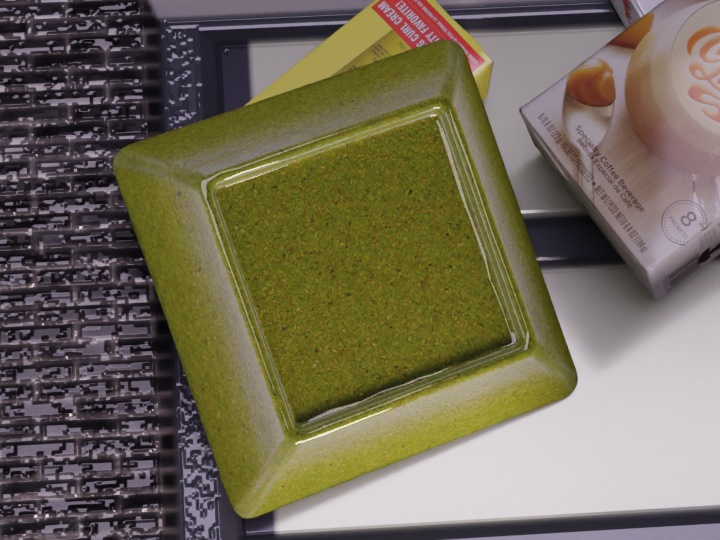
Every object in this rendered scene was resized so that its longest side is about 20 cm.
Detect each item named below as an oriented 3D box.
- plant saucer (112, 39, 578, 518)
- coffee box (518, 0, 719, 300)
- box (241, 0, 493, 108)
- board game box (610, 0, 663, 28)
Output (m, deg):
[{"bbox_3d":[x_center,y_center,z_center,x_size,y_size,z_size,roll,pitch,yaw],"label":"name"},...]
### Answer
[{"bbox_3d":[0.000,0.000,1.112,0.199,0.048,0.201,-20,91,-15],"label":"plant saucer"},{"bbox_3d":[0.197,-0.093,1.133,0.200,0.080,0.115,-38,74,1],"label":"coffee box"},{"bbox_3d":[-0.025,-0.066,1.170,0.200,0.050,0.075,-39,77,-14],"label":"box"},{"bbox_3d":[0.218,-0.140,1.212,0.126,0.035,0.201,-24,74,-10],"label":"board game box"}]
